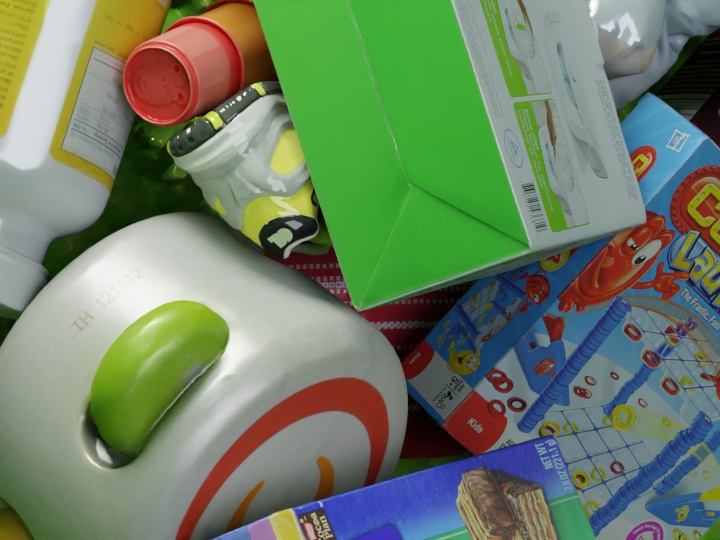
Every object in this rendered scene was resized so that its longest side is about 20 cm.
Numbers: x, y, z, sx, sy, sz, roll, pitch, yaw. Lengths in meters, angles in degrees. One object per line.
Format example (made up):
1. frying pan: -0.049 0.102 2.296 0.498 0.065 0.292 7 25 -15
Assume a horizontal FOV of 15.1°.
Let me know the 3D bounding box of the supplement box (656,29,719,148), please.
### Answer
1. supplement box: 0.232 -0.085 1.517 0.200 0.061 0.109 -48 114 -20

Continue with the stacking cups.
1. stacking cups: -0.051 -0.109 1.299 0.200 0.060 0.061 -30 108 -56

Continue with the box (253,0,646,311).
1. box: 0.041 -0.097 1.261 0.176 0.097 0.200 -15 86 -67

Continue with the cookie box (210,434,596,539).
1. cookie box: 0.034 0.177 1.212 0.200 0.075 0.172 -12 76 -48

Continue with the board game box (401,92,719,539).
1. board game box: 0.149 0.043 1.411 0.196 0.056 0.200 -48 129 3

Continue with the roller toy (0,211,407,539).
1. roller toy: -0.083 0.075 1.263 0.182 0.140 0.200 -17 133 -45

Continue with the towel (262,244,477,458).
1. towel: 0.000 0.000 1.404 0.144 0.022 0.201 -2 90 -29

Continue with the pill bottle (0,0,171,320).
1. pill bottle: -0.159 -0.084 1.256 0.112 0.112 0.200 22 80 -29

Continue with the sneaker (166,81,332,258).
1. sneaker: -0.027 -0.043 1.292 0.077 0.075 0.200 59 22 6

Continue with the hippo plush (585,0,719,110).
1. hippo plush: 0.204 -0.147 1.414 0.160 0.159 0.200 23 89 7
